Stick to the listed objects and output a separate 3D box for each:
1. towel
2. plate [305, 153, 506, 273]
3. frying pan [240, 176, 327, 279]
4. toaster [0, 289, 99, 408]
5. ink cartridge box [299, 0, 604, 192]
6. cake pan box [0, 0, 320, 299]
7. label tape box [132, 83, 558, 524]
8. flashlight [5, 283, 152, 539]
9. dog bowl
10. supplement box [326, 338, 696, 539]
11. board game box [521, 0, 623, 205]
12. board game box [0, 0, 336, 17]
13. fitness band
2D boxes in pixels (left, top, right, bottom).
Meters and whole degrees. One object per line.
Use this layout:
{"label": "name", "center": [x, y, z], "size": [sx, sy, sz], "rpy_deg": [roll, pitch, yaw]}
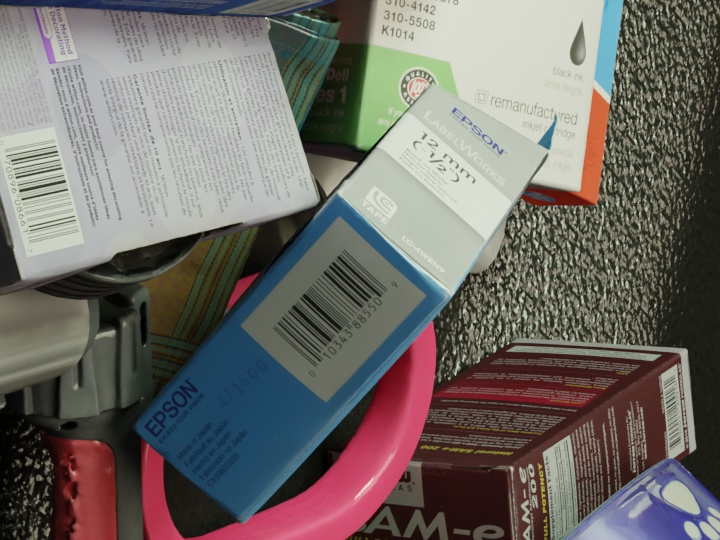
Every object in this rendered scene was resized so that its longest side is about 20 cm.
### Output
{"label": "towel", "center": [-0.097, -0.029, 1.207], "size": [0.147, 0.022, 0.200], "rpy_deg": [13, 104, -40]}
{"label": "plate", "center": [0.034, -0.105, 1.502], "size": [0.200, 0.032, 0.200], "rpy_deg": [11, 83, -58]}
{"label": "frying pan", "center": [-0.071, 0.018, 1.342], "size": [0.190, 0.031, 0.115], "rpy_deg": [-31, 121, -47]}
{"label": "toaster", "center": [-0.184, -0.031, 1.081], "size": [0.129, 0.114, 0.200], "rpy_deg": [-27, 108, -52]}
{"label": "ink cartridge box", "center": [0.036, -0.145, 1.331], "size": [0.146, 0.084, 0.200], "rpy_deg": [8, 89, -41]}
{"label": "cake pan box", "center": [-0.105, -0.091, 1.066], "size": [0.184, 0.052, 0.200], "rpy_deg": [-19, 92, -54]}
{"label": "label tape box", "center": [0.000, 0.000, 1.222], "size": [0.066, 0.143, 0.200], "rpy_deg": [40, 28, -3]}
{"label": "flashlight", "center": [-0.120, 0.106, 1.208], "size": [0.068, 0.068, 0.200], "rpy_deg": [-79, 170, -64]}
{"label": "dog bowl", "center": [0.114, 0.189, 1.495], "size": [0.079, 0.200, 0.200], "rpy_deg": [47, 33, 12]}
{"label": "supplement box", "center": [0.082, 0.092, 1.517], "size": [0.200, 0.109, 0.061], "rpy_deg": [-26, 114, -54]}
{"label": "board game box", "center": [0.066, -0.128, 1.482], "size": [0.200, 0.040, 0.153], "rpy_deg": [21, 75, -56]}
{"label": "board game box", "center": [-0.092, -0.192, 1.041], "size": [0.200, 0.043, 0.199], "rpy_deg": [-3, 82, -55]}
{"label": "fitness band", "center": [-0.039, 0.070, 1.357], "size": [0.200, 0.037, 0.144], "rpy_deg": [-17, 122, -48]}
